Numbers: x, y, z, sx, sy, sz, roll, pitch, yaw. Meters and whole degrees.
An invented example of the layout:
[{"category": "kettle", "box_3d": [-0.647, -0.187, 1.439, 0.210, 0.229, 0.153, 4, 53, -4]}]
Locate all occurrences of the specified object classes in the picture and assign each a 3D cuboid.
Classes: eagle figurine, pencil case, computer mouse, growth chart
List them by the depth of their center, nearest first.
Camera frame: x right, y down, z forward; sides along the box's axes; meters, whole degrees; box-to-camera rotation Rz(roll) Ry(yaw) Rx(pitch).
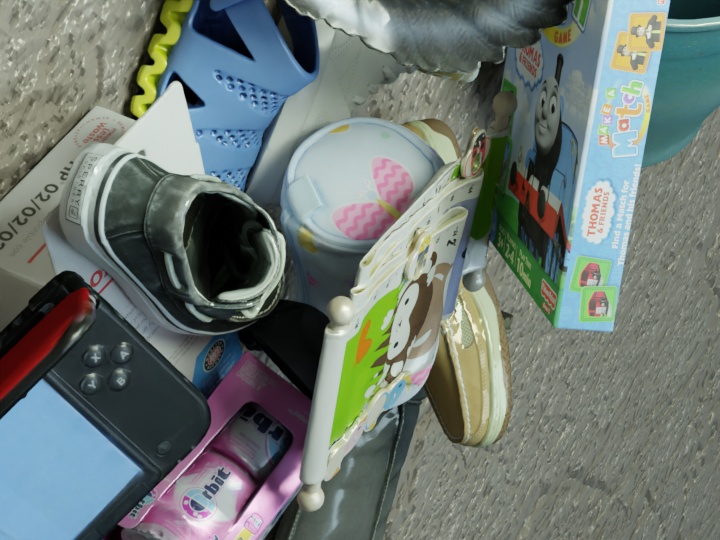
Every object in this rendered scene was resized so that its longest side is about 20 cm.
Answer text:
[{"category": "eagle figurine", "box_3d": [0.002, -0.192, 1.110, 0.199, 0.151, 0.152, 22, 99, -42]}, {"category": "growth chart", "box_3d": [0.022, 0.017, 1.168, 0.200, 0.018, 0.145, -50, 155, -42]}, {"category": "computer mouse", "box_3d": [-0.042, 0.032, 1.248, 0.034, 0.200, 0.059, -43, 107, -7]}, {"category": "pencil case", "box_3d": [0.000, 0.000, 1.277, 0.200, 0.090, 0.084, 93, -10, -60]}]

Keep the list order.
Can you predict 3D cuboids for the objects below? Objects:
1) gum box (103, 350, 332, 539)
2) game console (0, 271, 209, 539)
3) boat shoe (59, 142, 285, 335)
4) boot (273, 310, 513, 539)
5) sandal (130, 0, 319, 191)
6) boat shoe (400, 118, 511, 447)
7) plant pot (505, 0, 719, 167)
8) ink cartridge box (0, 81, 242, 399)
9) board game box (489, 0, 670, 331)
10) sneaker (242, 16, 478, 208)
[{"category": "gum box", "box_3d": [-0.083, 0.129, 1.234, 0.114, 0.066, 0.200, -52, 178, -24]}, {"category": "game console", "box_3d": [-0.161, 0.111, 1.029, 0.200, 0.119, 0.172, -44, 129, -1]}, {"category": "boat shoe", "box_3d": [-0.071, -0.004, 1.101, 0.073, 0.071, 0.200, -69, 157, -3]}, {"category": "boot", "box_3d": [0.017, 0.118, 1.506, 0.181, 0.072, 0.202, -7, 109, -45]}, {"category": "sandal", "box_3d": [-0.059, -0.110, 1.187, 0.079, 0.087, 0.201, -25, 132, -56]}, {"category": "boat shoe", "box_3d": [0.033, 0.012, 1.406, 0.076, 0.072, 0.201, -11, 83, -31]}, {"category": "plant pot", "box_3d": [0.171, -0.169, 1.467, 0.200, 0.199, 0.188, -50, 162, -31]}, {"category": "ink cartridge box", "box_3d": [-0.129, 0.004, 1.157, 0.115, 0.068, 0.201, -50, 148, -34]}, {"category": "board game box", "box_3d": [0.107, -0.091, 1.174, 0.151, 0.036, 0.201, -120, -143, -67]}, {"category": "sneaker", "box_3d": [0.011, -0.111, 1.274, 0.115, 0.074, 0.201, 24, 87, -21]}]
